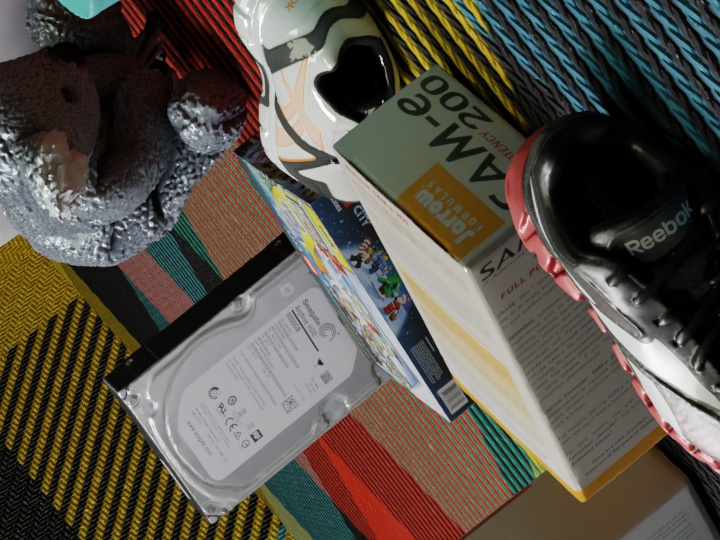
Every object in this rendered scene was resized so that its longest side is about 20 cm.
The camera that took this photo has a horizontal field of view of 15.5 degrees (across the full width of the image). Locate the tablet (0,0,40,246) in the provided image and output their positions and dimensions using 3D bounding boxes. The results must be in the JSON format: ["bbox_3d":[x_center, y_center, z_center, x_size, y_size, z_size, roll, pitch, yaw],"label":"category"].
[{"bbox_3d":[-0.248,-0.121,1.908,0.014,0.130,0.201,14,122,25],"label":"tablet"}]

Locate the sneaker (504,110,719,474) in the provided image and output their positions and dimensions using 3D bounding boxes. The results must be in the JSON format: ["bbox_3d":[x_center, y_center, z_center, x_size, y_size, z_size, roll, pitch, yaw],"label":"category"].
[{"bbox_3d":[0.133,0.011,1.086,0.201,0.071,0.098,52,173,12],"label":"sneaker"}]

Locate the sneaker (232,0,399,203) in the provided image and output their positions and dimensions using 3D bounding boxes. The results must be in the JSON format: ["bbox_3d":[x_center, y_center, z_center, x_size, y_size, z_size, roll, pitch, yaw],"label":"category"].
[{"bbox_3d":[-0.013,-0.088,1.430,0.080,0.074,0.200,44,169,30],"label":"sneaker"}]

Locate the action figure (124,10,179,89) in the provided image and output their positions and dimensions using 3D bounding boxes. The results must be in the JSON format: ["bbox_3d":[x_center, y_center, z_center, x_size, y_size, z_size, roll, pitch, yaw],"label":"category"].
[{"bbox_3d":[-0.177,-0.167,1.968,0.200,0.069,0.130,47,163,7],"label":"action figure"}]

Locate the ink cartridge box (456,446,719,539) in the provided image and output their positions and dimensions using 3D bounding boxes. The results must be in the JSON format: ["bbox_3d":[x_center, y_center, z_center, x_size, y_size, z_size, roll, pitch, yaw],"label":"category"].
[{"bbox_3d":[0.149,0.209,1.528,0.083,0.145,0.200,41,166,52],"label":"ink cartridge box"}]

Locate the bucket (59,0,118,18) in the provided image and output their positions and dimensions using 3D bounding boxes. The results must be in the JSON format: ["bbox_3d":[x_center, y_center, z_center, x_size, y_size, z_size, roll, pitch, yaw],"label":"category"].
[{"bbox_3d":[-0.129,-0.230,1.258,0.207,0.135,0.207,51,170,13],"label":"bucket"}]

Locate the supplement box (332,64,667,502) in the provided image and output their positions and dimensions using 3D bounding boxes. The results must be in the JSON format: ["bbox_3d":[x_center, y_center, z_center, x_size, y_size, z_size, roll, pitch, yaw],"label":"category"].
[{"bbox_3d":[0.077,0.008,1.344,0.126,0.073,0.200,44,168,43],"label":"supplement box"}]

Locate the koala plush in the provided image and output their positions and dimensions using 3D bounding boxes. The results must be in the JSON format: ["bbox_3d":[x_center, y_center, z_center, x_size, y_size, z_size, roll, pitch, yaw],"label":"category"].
[{"bbox_3d":[-0.211,-0.089,1.799,0.177,0.184,0.200,34,-167,19],"label":"koala plush"}]

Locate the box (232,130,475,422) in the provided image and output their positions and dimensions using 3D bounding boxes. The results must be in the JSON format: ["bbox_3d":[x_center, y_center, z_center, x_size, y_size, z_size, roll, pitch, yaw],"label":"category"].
[{"bbox_3d":[0.000,0.000,1.806,0.200,0.038,0.137,57,170,-29],"label":"box"}]

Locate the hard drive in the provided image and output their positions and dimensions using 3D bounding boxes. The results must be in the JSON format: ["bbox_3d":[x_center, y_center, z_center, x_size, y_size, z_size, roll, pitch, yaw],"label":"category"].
[{"bbox_3d":[-0.070,0.070,1.915,0.140,0.200,0.038,58,167,-30],"label":"hard drive"}]
